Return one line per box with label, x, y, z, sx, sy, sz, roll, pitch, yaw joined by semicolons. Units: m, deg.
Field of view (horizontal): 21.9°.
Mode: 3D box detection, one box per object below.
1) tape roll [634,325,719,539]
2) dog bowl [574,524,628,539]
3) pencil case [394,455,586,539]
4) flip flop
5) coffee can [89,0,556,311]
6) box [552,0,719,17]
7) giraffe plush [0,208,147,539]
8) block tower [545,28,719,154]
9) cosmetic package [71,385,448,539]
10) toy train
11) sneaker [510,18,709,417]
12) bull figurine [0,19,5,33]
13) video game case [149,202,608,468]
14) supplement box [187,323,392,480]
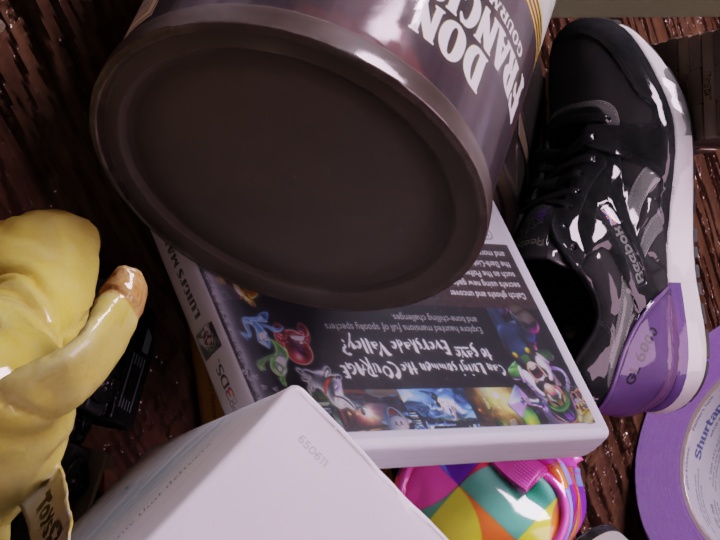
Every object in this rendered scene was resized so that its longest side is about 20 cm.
tape roll;0.270;0.123;1.129;0.066;0.199;0.201;30;71;-51
dog bowl;0.127;0.246;1.015;0.200;0.074;0.201;-42;143;-41
pencil case;0.066;0.110;0.894;0.200;0.088;0.089;25;73;-81
flip flop;0.062;-0.061;0.947;0.200;0.057;0.081;71;30;-53
coffee can;0.001;-0.108;0.702;0.147;0.146;0.201;57;40;-41
box;0.071;-0.208;0.809;0.097;0.199;0.176;-54;134;-36
giraffe plush;-0.176;0.033;0.571;0.162;0.200;0.173;25;83;-19
block tower;0.164;-0.088;0.963;0.054;0.200;0.058;-1;87;-24
cosmetic package;-0.075;0.157;0.613;0.123;0.200;0.199;46;69;-5
toy train;-0.121;0.101;0.739;0.046;0.034;0.201;41;61;-60
sneaker;0.112;-0.030;0.898;0.087;0.076;0.201;0;75;-38
bull figurine;-0.107;-0.178;0.686;0.200;0.065;0.122;-51;135;-37
video game case;0.000;0.000;0.782;0.199;0.023;0.182;3;53;-45
supplement box;-0.027;0.090;0.835;0.069;0.066;0.201;-28;118;-48
